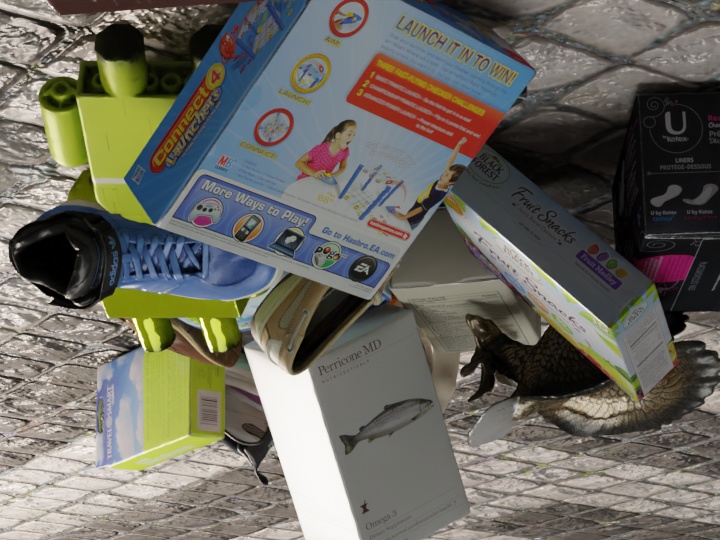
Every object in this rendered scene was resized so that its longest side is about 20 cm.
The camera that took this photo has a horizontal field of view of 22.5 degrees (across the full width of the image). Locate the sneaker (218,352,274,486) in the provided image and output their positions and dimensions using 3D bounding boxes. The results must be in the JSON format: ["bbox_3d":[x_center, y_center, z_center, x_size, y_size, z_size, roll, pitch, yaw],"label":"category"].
[{"bbox_3d":[-0.087,0.161,1.936,0.199,0.140,0.078,1,161,-1],"label":"sneaker"}]

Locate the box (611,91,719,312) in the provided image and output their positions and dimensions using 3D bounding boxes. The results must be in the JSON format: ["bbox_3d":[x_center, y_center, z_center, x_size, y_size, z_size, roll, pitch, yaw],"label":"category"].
[{"bbox_3d":[0.265,-0.049,1.371,0.132,0.115,0.200,-2,163,2],"label":"box"}]

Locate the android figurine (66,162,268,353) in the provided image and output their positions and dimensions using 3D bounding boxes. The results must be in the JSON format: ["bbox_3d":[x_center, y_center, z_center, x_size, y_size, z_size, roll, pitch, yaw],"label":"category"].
[{"bbox_3d":[-0.162,-0.018,1.444,0.182,0.041,0.200,1,129,19],"label":"android figurine"}]

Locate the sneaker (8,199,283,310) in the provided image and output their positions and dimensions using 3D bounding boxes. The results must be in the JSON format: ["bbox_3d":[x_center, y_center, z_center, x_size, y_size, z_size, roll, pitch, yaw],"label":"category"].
[{"bbox_3d":[-0.163,-0.007,1.343,0.199,0.077,0.111,10,-162,16],"label":"sneaker"}]

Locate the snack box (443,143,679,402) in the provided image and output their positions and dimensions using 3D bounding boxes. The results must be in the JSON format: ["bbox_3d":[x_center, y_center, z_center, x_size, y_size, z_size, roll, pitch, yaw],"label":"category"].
[{"bbox_3d":[0.149,-0.003,1.385,0.053,0.200,0.142,-43,149,-8],"label":"snack box"}]

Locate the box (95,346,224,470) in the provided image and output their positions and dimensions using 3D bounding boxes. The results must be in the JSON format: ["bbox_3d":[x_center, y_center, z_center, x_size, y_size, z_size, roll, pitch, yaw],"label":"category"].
[{"bbox_3d":[-0.211,0.136,1.896,0.048,0.122,0.200,11,158,-34],"label":"box"}]

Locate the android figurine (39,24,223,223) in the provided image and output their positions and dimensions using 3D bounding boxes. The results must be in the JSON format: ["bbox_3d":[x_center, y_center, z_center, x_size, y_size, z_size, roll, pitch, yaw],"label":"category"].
[{"bbox_3d":[-0.122,-0.091,1.228,0.181,0.041,0.200,0,148,2],"label":"android figurine"}]

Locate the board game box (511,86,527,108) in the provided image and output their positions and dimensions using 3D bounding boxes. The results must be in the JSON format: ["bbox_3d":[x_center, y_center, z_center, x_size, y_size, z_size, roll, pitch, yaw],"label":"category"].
[{"bbox_3d":[-0.002,-0.129,1.273,0.200,0.028,0.135,10,159,-27],"label":"board game box"}]

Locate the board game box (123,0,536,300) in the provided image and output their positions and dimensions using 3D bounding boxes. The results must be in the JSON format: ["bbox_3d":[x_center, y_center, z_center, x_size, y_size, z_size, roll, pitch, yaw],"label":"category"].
[{"bbox_3d":[-0.017,-0.094,1.163,0.200,0.056,0.196,20,112,-44],"label":"board game box"}]

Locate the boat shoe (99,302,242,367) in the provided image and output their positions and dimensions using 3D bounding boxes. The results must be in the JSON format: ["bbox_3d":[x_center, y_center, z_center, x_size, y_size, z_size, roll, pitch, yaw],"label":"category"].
[{"bbox_3d":[-0.181,0.036,1.698,0.067,0.072,0.200,-5,155,30],"label":"boat shoe"}]

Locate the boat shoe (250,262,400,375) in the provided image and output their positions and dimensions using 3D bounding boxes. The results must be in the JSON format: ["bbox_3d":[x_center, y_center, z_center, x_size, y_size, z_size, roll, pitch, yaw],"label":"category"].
[{"bbox_3d":[0.000,0.000,1.413,0.072,0.200,0.076,30,-170,-36],"label":"boat shoe"}]

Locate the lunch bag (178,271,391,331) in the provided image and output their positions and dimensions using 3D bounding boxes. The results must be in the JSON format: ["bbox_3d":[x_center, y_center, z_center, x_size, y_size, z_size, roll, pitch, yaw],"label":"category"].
[{"bbox_3d":[-0.081,-0.006,1.547,0.200,0.083,0.161,-9,158,26],"label":"lunch bag"}]

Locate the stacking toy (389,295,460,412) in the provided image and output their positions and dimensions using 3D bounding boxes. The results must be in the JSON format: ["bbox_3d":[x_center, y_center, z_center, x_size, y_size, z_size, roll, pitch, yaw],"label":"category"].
[{"bbox_3d":[-0.016,0.079,1.768,0.200,0.147,0.146,8,167,32],"label":"stacking toy"}]

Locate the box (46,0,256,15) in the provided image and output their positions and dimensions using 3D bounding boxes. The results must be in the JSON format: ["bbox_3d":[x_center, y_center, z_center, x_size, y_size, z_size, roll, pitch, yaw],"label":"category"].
[{"bbox_3d":[-0.075,-0.201,0.962,0.199,0.100,0.075,-2,161,11],"label":"box"}]

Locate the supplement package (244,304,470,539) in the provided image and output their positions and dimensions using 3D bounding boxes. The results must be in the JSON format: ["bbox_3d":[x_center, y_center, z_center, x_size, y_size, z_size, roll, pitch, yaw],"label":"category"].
[{"bbox_3d":[-0.002,0.140,1.595,0.117,0.200,0.117,-25,-162,-26],"label":"supplement package"}]

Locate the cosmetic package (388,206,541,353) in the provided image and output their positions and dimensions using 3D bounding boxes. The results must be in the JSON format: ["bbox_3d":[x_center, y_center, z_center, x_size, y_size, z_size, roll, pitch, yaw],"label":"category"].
[{"bbox_3d":[0.095,0.010,1.605,0.105,0.071,0.200,-5,160,12],"label":"cosmetic package"}]

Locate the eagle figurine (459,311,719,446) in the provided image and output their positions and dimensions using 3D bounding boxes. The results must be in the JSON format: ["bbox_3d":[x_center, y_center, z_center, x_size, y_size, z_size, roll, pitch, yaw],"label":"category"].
[{"bbox_3d":[0.187,0.081,1.526,0.200,0.151,0.152,14,-147,27],"label":"eagle figurine"}]
